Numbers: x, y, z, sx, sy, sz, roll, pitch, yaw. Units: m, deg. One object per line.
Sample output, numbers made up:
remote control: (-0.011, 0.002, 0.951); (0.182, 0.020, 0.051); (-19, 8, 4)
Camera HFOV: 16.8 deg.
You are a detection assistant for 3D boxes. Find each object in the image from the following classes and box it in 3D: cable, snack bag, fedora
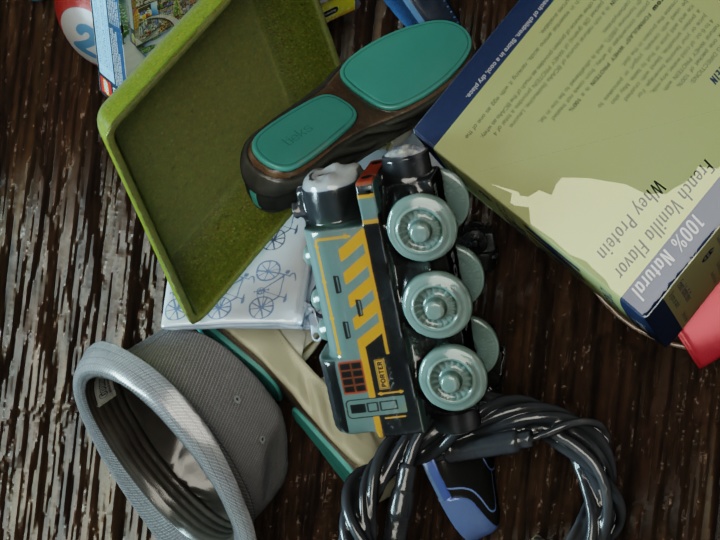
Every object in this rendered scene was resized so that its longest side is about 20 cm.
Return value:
cable: (0.084, 0.164, 1.652); (0.200, 0.051, 0.163); (-41, 83, -2)
snack bag: (-0.032, -0.035, 1.702); (0.199, 0.021, 0.189); (1, 56, 9)
fedora: (-0.112, 0.116, 1.709); (0.090, 0.177, 0.200); (-39, 107, -27)

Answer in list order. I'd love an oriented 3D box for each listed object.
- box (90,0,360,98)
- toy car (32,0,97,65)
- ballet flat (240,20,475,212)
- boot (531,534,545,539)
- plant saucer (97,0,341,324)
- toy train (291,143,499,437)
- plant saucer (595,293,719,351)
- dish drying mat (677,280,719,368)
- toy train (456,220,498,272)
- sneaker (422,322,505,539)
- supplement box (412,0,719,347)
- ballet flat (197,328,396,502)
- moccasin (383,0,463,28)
box: (-0.090, -0.205, 1.642); (0.200, 0.137, 0.038); (-28, 46, -28)
toy car: (-0.158, -0.227, 1.685); (0.184, 0.200, 0.177); (33, 94, 9)
ballet flat: (-0.006, -0.102, 1.656); (0.200, 0.068, 0.068); (-33, 63, -27)
boot: (0.144, 0.299, 1.686); (0.153, 0.073, 0.204); (27, 87, 11)
plant saucer: (-0.095, -0.100, 1.625); (0.048, 0.200, 0.200); (24, 61, 32)
toy train: (0.022, 0.018, 1.596); (0.114, 0.085, 0.200); (-8, 108, 13)
plant saucer: (0.244, -0.044, 1.696); (0.200, 0.037, 0.201); (0, 89, 10)
dish drying mat: (0.294, -0.018, 1.661); (0.200, 0.018, 0.077); (-34, 83, 6)
toy train: (0.000, 0.000, 1.738); (0.199, 0.034, 0.046); (-7, 107, 9)
sneaker: (0.071, 0.088, 1.697); (0.078, 0.070, 0.200); (-19, 95, 10)
supplement box: (0.181, -0.094, 1.616); (0.200, 0.134, 0.200); (39, 91, 16)
ballet flat: (-0.037, 0.078, 1.731); (0.069, 0.069, 0.200); (-44, 85, 6)
moccasin: (0.023, -0.248, 1.717); (0.068, 0.080, 0.200); (-32, 88, -7)
